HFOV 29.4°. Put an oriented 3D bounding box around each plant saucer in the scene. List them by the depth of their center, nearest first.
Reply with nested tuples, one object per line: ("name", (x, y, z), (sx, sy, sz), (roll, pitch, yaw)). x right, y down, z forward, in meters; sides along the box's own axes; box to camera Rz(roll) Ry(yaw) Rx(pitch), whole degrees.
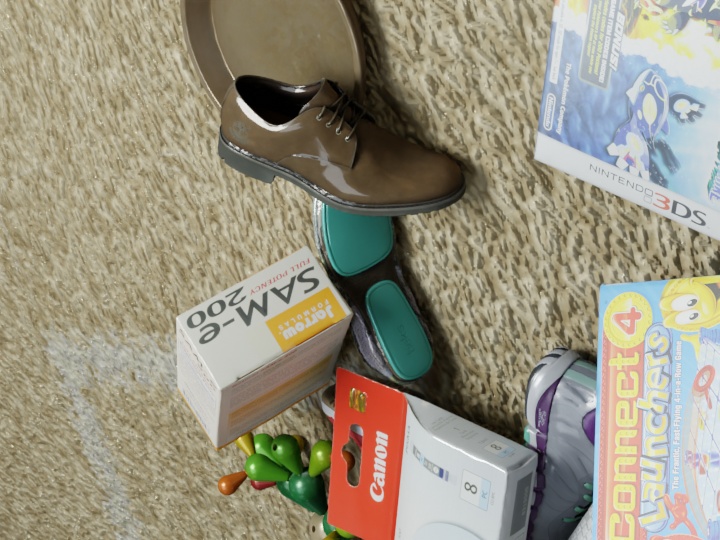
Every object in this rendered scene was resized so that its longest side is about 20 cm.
("plant saucer", (-0.067, -0.185, 1.103), (0.200, 0.029, 0.200), (26, 131, 33))

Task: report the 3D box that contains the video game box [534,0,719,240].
("video game box", (0.202, -0.126, 0.852), (0.182, 0.047, 0.200), (26, 132, 29))

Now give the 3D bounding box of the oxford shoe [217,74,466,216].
("oxford shoe", (-0.015, -0.097, 1.036), (0.200, 0.073, 0.085), (16, 136, 8))

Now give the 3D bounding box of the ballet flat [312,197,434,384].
("ballet flat", (0.000, 0.000, 1.134), (0.072, 0.072, 0.201), (-4, 111, 47))

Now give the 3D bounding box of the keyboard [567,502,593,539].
("keyboard", (0.190, 0.171, 1.005), (0.011, 0.056, 0.200), (17, 126, -10))

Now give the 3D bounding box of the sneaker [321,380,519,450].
("sneaker", (0.048, 0.172, 1.193), (0.200, 0.071, 0.113), (21, 126, 33))

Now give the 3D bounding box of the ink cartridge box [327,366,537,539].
("ink cartridge box", (0.041, 0.185, 1.103), (0.200, 0.047, 0.160), (21, 119, 34))

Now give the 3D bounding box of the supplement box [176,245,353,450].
("supplement box", (-0.086, 0.070, 1.168), (0.074, 0.126, 0.200), (56, 162, 14))

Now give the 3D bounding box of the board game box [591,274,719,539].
("board game box", (0.244, 0.102, 0.867), (0.196, 0.056, 0.200), (-7, 76, 44))

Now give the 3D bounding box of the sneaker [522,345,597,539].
("sneaker", (0.170, 0.159, 1.059), (0.087, 0.074, 0.200), (19, 128, 31))

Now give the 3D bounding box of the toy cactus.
("toy cactus", (-0.046, 0.227, 1.304), (0.200, 0.102, 0.165), (14, 140, 49))
